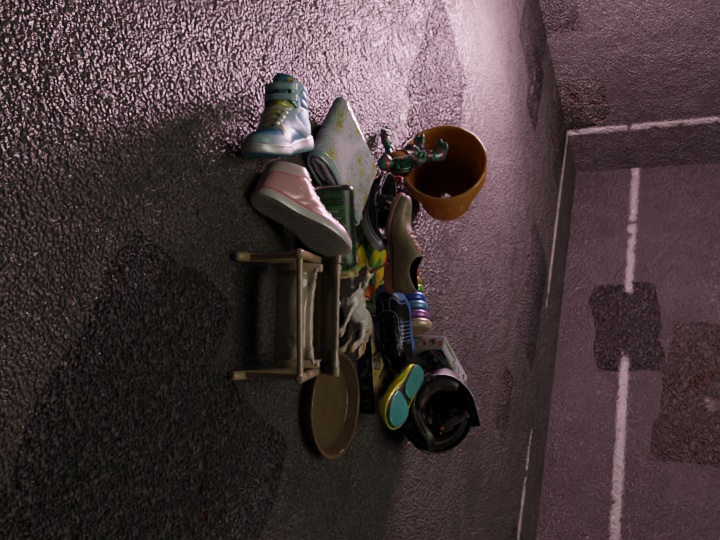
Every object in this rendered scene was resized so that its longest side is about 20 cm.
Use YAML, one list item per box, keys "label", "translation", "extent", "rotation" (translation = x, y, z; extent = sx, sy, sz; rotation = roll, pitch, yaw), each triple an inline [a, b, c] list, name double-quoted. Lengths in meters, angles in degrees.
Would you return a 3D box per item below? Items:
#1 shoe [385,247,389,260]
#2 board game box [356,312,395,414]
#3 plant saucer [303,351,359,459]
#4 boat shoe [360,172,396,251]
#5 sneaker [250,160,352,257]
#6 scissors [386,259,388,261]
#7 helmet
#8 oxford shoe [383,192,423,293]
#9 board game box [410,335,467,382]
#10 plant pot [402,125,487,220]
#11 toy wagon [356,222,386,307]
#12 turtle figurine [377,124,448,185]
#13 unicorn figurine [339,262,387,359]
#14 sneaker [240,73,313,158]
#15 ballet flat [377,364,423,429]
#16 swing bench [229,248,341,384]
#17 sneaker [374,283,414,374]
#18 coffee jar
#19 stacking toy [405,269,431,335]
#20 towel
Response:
- label: "shoe"
  translation: [0.072, -0.068, 1.623]
  extent: [0.070, 0.053, 0.201]
  rotation: [145, -51, -68]
- label: "board game box"
  translation: [0.039, 0.193, 1.578]
  extent: [0.135, 0.034, 0.201]
  rotation: [-10, 99, -64]
- label: "plant saucer"
  translation: [-0.055, 0.254, 1.389]
  extent: [0.200, 0.029, 0.201]
  rotation: [5, 84, -64]
- label: "boat shoe"
  translation: [0.048, -0.125, 1.506]
  extent: [0.072, 0.068, 0.200]
  rotation: [41, 34, -30]
- label: "sneaker"
  translation: [-0.086, -0.109, 1.226]
  extent: [0.200, 0.075, 0.105]
  rotation: [34, 49, -28]
- label: "scissors"
  translation: [0.056, 0.044, 1.647]
  extent: [0.073, 0.014, 0.201]
  rotation: [-42, 128, -61]
- label: "helmet"
  translation: [0.170, 0.317, 1.676]
  extent: [0.191, 0.199, 0.201]
  rotation: [119, -23, -77]
- label: "oxford shoe"
  translation: [0.094, -0.052, 1.452]
  extent: [0.070, 0.075, 0.201]
  rotation: [-7, 100, -59]
- label: "board game box"
  translation: [0.165, 0.216, 1.738]
  extent: [0.200, 0.126, 0.035]
  rotation: [58, 40, -48]
- label: "plant pot"
  translation: [0.206, -0.217, 1.784]
  extent: [0.183, 0.199, 0.201]
  rotation: [69, 29, -65]
- label: "toy wagon"
  translation: [0.000, 0.000, 1.496]
  extent: [0.200, 0.039, 0.156]
  rotation: [-60, 141, -47]
- label: "turtle figurine"
  translation: [0.095, -0.259, 1.620]
  extent: [0.200, 0.150, 0.101]
  rotation: [-18, 139, -45]
- label: "unicorn figurine"
  translation: [-0.012, 0.077, 1.414]
  extent: [0.138, 0.074, 0.200]
  rotation: [-56, 160, -28]
- label: "sneaker"
  translation: [-0.139, -0.247, 1.170]
  extent: [0.200, 0.079, 0.131]
  rotation: [-41, 128, -70]
- label: "ballet flat"
  translation: [0.074, 0.266, 1.531]
  extent: [0.067, 0.067, 0.200]
  rotation: [63, 33, -16]
- label: "swing bench"
  translation: [-0.101, 0.072, 1.181]
  extent: [0.200, 0.129, 0.200]
  rotation: [6, 84, -65]
- label: "sneaker"
  translation: [0.070, 0.125, 1.525]
  extent: [0.078, 0.070, 0.200]
  rotation: [-66, 145, -50]
- label: "coffee jar"
  translation: [-0.050, -0.052, 1.322]
  extent: [0.104, 0.085, 0.201]
  rotation: [-151, -123, -79]
- label: "stacking toy"
  translation: [0.110, 0.042, 1.676]
  extent: [0.085, 0.085, 0.201]
  rotation: [35, 46, -60]
- label: "towel"
  translation: [-0.032, -0.206, 1.428]
  extent: [0.200, 0.048, 0.172]
  rotation: [63, 33, -43]
